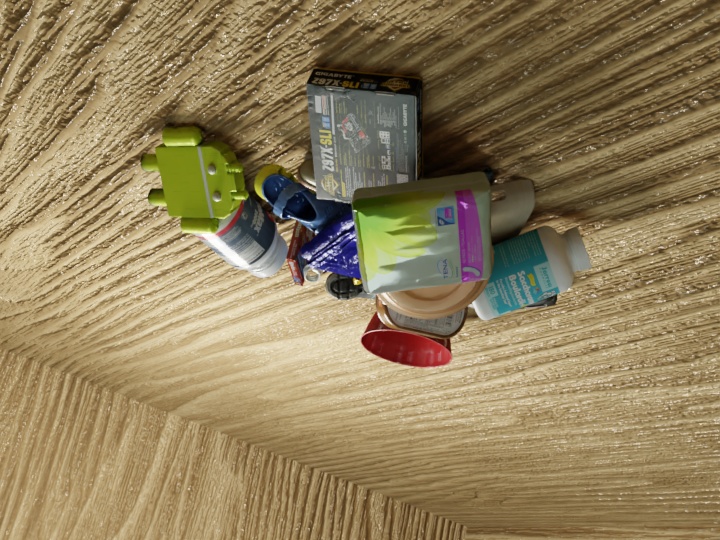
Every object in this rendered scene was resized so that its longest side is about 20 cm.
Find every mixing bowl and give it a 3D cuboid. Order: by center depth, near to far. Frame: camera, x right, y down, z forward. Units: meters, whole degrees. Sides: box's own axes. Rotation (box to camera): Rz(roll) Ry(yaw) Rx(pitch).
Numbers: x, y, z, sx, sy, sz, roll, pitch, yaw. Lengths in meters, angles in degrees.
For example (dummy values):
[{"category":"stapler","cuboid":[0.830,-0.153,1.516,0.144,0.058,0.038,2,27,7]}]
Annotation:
[{"category":"mixing bowl","cuboid":[0.106,0.117,1.936,0.196,0.110,0.201,12,156,5]}]

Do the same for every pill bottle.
[{"category":"pill bottle","cuboid":[0.269,-0.003,1.501,0.197,0.112,0.111,-22,146,12]},{"category":"pill bottle","cuboid":[-0.219,-0.073,1.680,0.118,0.122,0.200,-1,153,30]}]

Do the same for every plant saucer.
[{"category":"plant saucer","cuboid":[0.107,-0.012,1.420,0.196,0.032,0.204,-1,118,-2]}]

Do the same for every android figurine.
[{"category":"android figurine","cuboid":[-0.273,-0.149,1.537,0.197,0.041,0.185,5,115,24]}]

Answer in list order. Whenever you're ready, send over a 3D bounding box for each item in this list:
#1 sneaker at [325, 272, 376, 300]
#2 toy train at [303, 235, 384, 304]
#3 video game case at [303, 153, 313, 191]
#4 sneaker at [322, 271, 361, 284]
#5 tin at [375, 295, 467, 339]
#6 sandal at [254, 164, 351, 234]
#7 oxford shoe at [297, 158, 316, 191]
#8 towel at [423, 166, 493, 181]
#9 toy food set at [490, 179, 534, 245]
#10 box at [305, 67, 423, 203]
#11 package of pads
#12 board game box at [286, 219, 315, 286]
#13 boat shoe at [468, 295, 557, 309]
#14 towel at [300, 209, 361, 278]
[{"category":"sneaker","cuboid":[0.031,0.021,1.841,0.196,0.077,0.079,3,-174,5]},{"category":"toy train","cuboid":[0.000,0.000,1.652,0.196,0.056,0.152,9,122,-9]},{"category":"video game case","cuboid":[-0.006,-0.124,1.577,0.196,0.023,0.183,13,156,-2]},{"category":"sneaker","cuboid":[0.020,-0.008,1.730,0.196,0.091,0.070,14,157,-2]},{"category":"tin","cuboid":[0.122,0.068,1.793,0.197,0.114,0.042,13,175,-27]},{"category":"sandal","cuboid":[-0.081,-0.098,1.514,0.197,0.080,0.087,21,-161,-25]},{"category":"oxford shoe","cuboid":[-0.001,-0.160,1.449,0.196,0.072,0.074,2,153,-2]},{"category":"towel","cuboid":[0.127,-0.102,1.494,0.144,0.022,0.201,-12,157,-11]},{"category":"toy food set","cuboid":[0.187,-0.078,1.500,0.141,0.061,0.201,-11,155,-12]},{"category":"box","cuboid":[0.010,-0.184,1.322,0.157,0.050,0.202,9,134,14]},{"category":"package of pads","cuboid":[0.091,-0.050,1.335,0.196,0.069,0.157,-7,125,1]},{"category":"board game box","cuboid":[-0.105,-0.044,1.660,0.019,0.105,0.200,12,167,3]},{"category":"boat shoe","cuboid":[0.276,0.051,1.754,0.197,0.068,0.057,-4,147,27]},{"category":"towel","cuboid":[0.010,-0.041,1.504,0.146,0.050,0.199,18,150,-30]}]
